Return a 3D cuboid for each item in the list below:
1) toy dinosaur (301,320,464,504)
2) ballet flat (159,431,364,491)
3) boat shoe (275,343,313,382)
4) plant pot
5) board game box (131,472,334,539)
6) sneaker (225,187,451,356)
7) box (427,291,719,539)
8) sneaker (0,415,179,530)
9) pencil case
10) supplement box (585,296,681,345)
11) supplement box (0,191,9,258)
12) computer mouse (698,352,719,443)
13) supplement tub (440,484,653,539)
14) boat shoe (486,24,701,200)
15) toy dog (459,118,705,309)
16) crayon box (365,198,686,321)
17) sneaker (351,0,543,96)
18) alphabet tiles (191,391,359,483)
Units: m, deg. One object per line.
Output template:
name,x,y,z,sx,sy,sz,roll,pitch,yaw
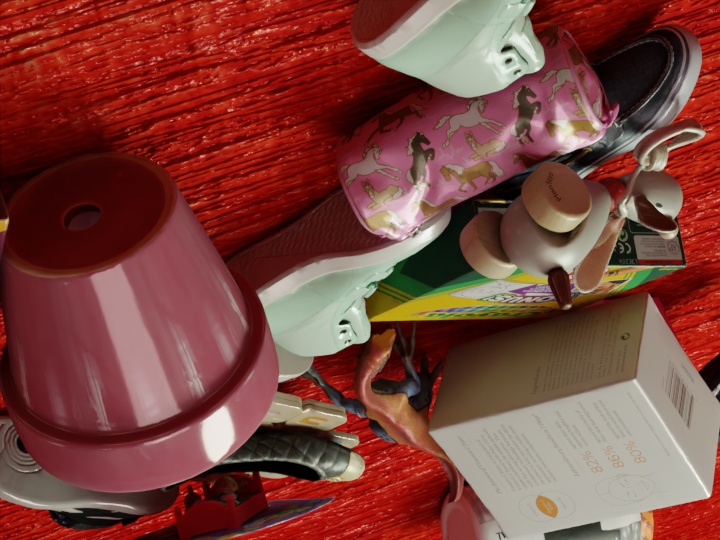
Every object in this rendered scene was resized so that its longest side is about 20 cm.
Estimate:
toy dinosaur,0.039,0.107,1.609,0.105,0.200,0.181,-44,177,6
ballet flat,-0.088,0.165,1.593,0.199,0.057,0.066,7,156,-27
boat shoe,-0.134,0.069,1.516,0.199,0.072,0.068,-6,162,-39
plant pot,-0.170,0.025,1.326,0.199,0.200,0.179,-19,133,-6
board game box,-0.124,0.200,1.617,0.158,0.039,0.200,-14,180,-32
sneaker,0.000,0.000,1.478,0.200,0.074,0.118,-24,140,20
box,0.185,0.127,1.620,0.199,0.107,0.152,-16,126,30
sneaker,-0.264,0.182,1.595,0.199,0.073,0.112,17,152,-27
pencil case,0.082,-0.098,1.357,0.199,0.083,0.087,-27,138,17
supplement box,0.216,0.124,1.778,0.101,0.104,0.200,-3,142,-26
supplement box,-0.312,0.001,1.283,0.110,0.086,0.200,-7,145,-24
computer mouse,0.339,0.088,1.766,0.201,0.046,0.140,-62,178,7
supplement tub,0.193,0.266,1.953,0.199,0.123,0.123,-10,146,-20
boat shoe,0.159,-0.116,1.411,0.091,0.071,0.200,11,137,-47
toy dog,0.175,-0.025,1.381,0.199,0.097,0.132,-18,163,-22
crayon box,0.128,-0.005,1.517,0.199,0.059,0.172,0,164,-31
sneaker,0.103,-0.189,1.250,0.200,0.074,0.118,-32,141,33
alphabet tiles,-0.108,0.145,1.633,0.195,0.015,0.200,15,150,-39
